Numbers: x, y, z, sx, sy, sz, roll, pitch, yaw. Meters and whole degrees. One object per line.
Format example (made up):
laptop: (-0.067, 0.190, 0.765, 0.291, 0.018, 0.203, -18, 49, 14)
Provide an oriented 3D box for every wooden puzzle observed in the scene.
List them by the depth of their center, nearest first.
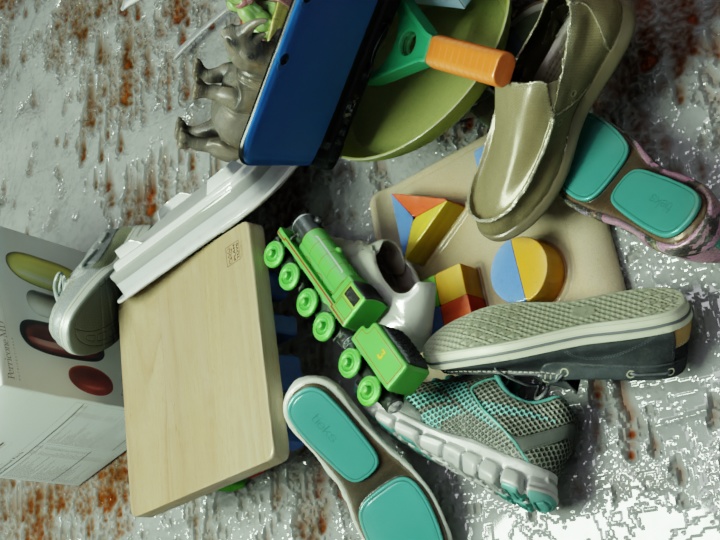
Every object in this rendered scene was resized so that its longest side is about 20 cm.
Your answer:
wooden puzzle: (0.097, -0.022, 0.923, 0.199, 0.046, 0.187, -24, 63, 30)

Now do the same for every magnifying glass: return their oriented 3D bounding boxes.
magnifying glass: (0.046, -0.171, 0.881, 0.200, 0.022, 0.080, 30, 105, 52)

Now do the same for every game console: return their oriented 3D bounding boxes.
game console: (-0.044, -0.190, 0.881, 0.171, 0.118, 0.201, 44, 115, 51)

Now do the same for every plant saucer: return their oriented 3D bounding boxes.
plant saucer: (0.047, -0.167, 0.931, 0.199, 0.031, 0.201, -29, 43, 31)

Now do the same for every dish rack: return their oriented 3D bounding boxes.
dish rack: (-0.140, -0.060, 1.048, 0.199, 0.172, 0.044, -33, 103, 27)

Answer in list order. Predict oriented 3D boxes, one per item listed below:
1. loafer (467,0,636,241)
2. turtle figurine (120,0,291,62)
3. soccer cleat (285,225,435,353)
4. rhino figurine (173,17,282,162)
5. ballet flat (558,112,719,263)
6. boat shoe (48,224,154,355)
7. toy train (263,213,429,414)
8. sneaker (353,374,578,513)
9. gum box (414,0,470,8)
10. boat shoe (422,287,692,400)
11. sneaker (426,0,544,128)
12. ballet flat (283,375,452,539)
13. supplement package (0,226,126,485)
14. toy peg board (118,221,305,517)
loafer: (0.124, -0.119, 0.839, 0.076, 0.067, 0.201, 41, 109, 56)
turtle figurine: (-0.121, -0.292, 1.108, 0.199, 0.144, 0.195, 23, 87, 36)
soccer cleat: (0.000, 0.000, 0.949, 0.200, 0.069, 0.078, 41, 118, 46)
rhino figurine: (-0.112, -0.167, 1.058, 0.200, 0.087, 0.060, 123, 151, -54)
ballet flat: (0.197, -0.054, 0.830, 0.069, 0.071, 0.200, -49, 35, 4)
boat shoe: (-0.250, 0.014, 1.096, 0.064, 0.202, 0.075, 4, 121, 11)
toy train: (-0.013, 0.027, 0.886, 0.057, 0.042, 0.200, -52, 50, 19)
sneaker: (0.084, 0.110, 0.891, 0.199, 0.078, 0.092, 22, 75, 36)
gum box: (0.088, -0.306, 0.947, 0.200, 0.045, 0.170, -50, 34, -10)
boat shoe: (0.141, 0.058, 0.834, 0.198, 0.075, 0.063, -8, 113, 19)
sneaker: (0.121, -0.154, 0.923, 0.199, 0.067, 0.091, -4, 63, 44)
ballet flat: (0.012, 0.162, 0.906, 0.069, 0.069, 0.201, -34, 94, 25)
supplement package: (-0.326, 0.084, 1.117, 0.147, 0.199, 0.192, -37, 58, 23)
toy peg board: (-0.112, 0.094, 1.000, 0.198, 0.097, 0.202, -28, 61, 40)
